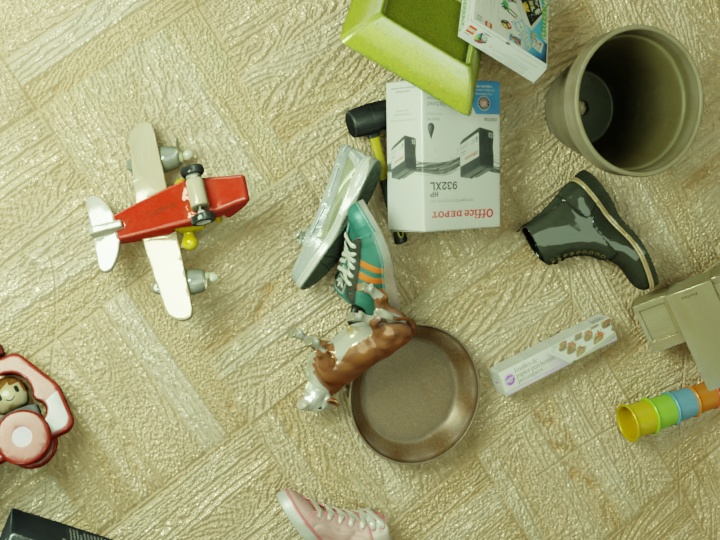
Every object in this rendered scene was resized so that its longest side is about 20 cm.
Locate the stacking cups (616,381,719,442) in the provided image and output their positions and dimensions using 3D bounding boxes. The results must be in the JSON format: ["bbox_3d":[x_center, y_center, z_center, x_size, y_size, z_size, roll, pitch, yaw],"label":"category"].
[{"bbox_3d":[0.493,0.212,1.658,0.197,0.060,0.061,-13,99,-19],"label":"stacking cups"}]

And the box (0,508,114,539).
[{"bbox_3d":[-0.388,0.438,1.368,0.198,0.117,0.199,23,88,-19],"label":"box"}]

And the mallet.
[{"bbox_3d":[0.041,-0.139,1.495,0.065,0.041,0.202,-27,107,-15],"label":"mallet"}]

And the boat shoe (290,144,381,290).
[{"bbox_3d":[-0.043,-0.070,1.455,0.064,0.074,0.204,29,95,16],"label":"boat shoe"}]

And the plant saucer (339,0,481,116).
[{"bbox_3d":[0.085,-0.325,1.413,0.198,0.048,0.202,28,45,-14],"label":"plant saucer"}]

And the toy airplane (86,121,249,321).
[{"bbox_3d":[-0.248,-0.063,1.370,0.198,0.141,0.202,29,96,20],"label":"toy airplane"}]

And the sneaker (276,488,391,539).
[{"bbox_3d":[-0.027,0.350,1.494,0.104,0.075,0.201,-41,113,-5],"label":"sneaker"}]

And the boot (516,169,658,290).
[{"bbox_3d":[0.332,-0.026,1.580,0.138,0.077,0.201,-37,91,-6],"label":"boot"}]

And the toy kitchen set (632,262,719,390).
[{"bbox_3d":[0.552,0.063,1.652,0.198,0.180,0.165,-23,101,27],"label":"toy kitchen set"}]

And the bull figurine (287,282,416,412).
[{"bbox_3d":[-0.022,0.107,1.443,0.199,0.065,0.122,-36,129,6],"label":"bull figurine"}]

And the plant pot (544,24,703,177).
[{"bbox_3d":[0.350,-0.232,1.507,0.197,0.173,0.203,-1,95,-16],"label":"plant pot"}]

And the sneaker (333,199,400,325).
[{"bbox_3d":[0.000,0.000,1.444,0.079,0.072,0.202,-19,127,-8],"label":"sneaker"}]

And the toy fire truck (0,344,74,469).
[{"bbox_3d":[-0.470,0.181,1.333,0.198,0.112,0.170,-25,83,-14],"label":"toy fire truck"}]

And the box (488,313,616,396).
[{"bbox_3d":[0.285,0.124,1.590,0.198,0.041,0.039,-25,102,-15],"label":"box"}]

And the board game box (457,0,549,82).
[{"bbox_3d":[0.198,-0.357,1.459,0.125,0.035,0.202,28,46,-18],"label":"board game box"}]

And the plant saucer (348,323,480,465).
[{"bbox_3d":[0.073,0.174,1.530,0.197,0.037,0.204,-2,96,-17],"label":"plant saucer"}]

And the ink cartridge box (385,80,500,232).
[{"bbox_3d":[0.115,-0.156,1.469,0.144,0.083,0.203,-5,97,-36],"label":"ink cartridge box"}]
